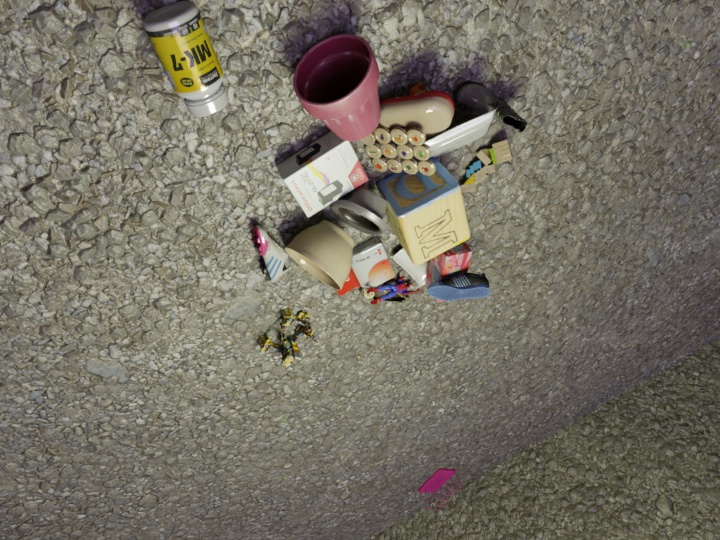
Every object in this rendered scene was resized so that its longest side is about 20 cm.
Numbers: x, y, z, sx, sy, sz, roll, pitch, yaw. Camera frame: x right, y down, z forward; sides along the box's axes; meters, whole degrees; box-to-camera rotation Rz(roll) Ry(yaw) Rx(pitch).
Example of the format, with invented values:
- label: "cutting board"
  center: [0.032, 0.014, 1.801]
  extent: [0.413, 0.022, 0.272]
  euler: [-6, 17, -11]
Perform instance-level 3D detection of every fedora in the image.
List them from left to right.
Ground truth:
- label: "fedora"
  center: [0.010, -0.178, 1.448]
  extent: [0.175, 0.200, 0.091]
  euler: [27, 82, -3]

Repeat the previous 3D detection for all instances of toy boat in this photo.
- label: "toy boat"
  center: [0.145, -0.422, 1.323]
  extent: [0.197, 0.133, 0.131]
  euler: [2, 156, 27]

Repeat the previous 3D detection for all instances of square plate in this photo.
- label: "square plate"
  center: [0.227, -0.062, 1.713]
  extent: [0.197, 0.029, 0.200]
  euler: [-40, 133, 11]
- label: "square plate"
  center: [0.265, -0.358, 1.382]
  extent: [0.197, 0.029, 0.198]
  euler: [-23, 179, 10]

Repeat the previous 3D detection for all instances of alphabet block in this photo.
- label: "alphabet block"
  center: [0.185, -0.176, 1.496]
  extent: [0.194, 0.197, 0.201]
  euler: [-25, 133, 0]

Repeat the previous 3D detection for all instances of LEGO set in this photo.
- label: "LEGO set"
  center: [-0.237, 0.237, 1.693]
  extent: [0.199, 0.117, 0.153]
  euler: [-41, 133, 11]

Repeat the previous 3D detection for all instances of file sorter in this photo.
- label: "file sorter"
  center: [0.444, 1.205, 2.817]
  extent: [0.137, 0.126, 0.201]
  euler: [18, 118, -36]

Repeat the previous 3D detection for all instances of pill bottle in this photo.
- label: "pill bottle"
  center: [-0.357, -0.438, 1.076]
  extent: [0.113, 0.115, 0.202]
  euler: [-22, 134, -6]

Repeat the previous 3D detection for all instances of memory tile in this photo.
- label: "memory tile"
  center: [0.096, -0.315, 1.359]
  extent: [0.017, 0.197, 0.154]
  euler: [-59, 142, -27]

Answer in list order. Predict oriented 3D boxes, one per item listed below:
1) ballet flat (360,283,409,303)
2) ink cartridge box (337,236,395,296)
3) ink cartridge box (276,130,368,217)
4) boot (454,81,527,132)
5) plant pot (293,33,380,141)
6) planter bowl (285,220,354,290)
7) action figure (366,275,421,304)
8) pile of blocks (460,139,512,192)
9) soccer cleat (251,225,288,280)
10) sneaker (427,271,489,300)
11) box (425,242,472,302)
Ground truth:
- label: "ballet flat"
  center: [0.089, 0.083, 1.766]
  extent: [0.197, 0.047, 0.068]
  euler: [11, 122, -32]
- label: "ink cartridge box"
  center: [0.000, 0.000, 1.654]
  extent: [0.198, 0.050, 0.163]
  euler: [-30, 134, -3]
- label: "ink cartridge box"
  center: [-0.100, -0.259, 1.367]
  extent: [0.198, 0.083, 0.146]
  euler: [-32, 134, 2]
- label: "boot"
  center: [0.361, -0.442, 1.395]
  extent: [0.197, 0.131, 0.068]
  euler: [8, 124, -30]
- label: "plant pot"
  center: [-0.037, -0.412, 1.209]
  extent: [0.198, 0.202, 0.179]
  euler: [-32, 150, 4]
- label: "planter bowl"
  center: [-0.099, -0.057, 1.481]
  extent: [0.136, 0.199, 0.200]
  euler: [-54, 134, -12]
- label: "action figure"
  center: [0.124, 0.058, 1.707]
  extent: [0.198, 0.066, 0.098]
  euler: [-14, 173, -46]
- label: "pile of blocks"
  center: [0.379, -0.319, 1.568]
  extent: [0.200, 0.082, 0.062]
  euler: [-42, 176, 25]
- label: "soccer cleat"
  center: [-0.256, -0.059, 1.480]
  extent: [0.085, 0.070, 0.202]
  euler: [-24, 140, -18]
- label: "sneaker"
  center: [0.311, 0.046, 1.640]
  extent: [0.196, 0.079, 0.071]
  euler: [1, 134, 2]
- label: "box"
  center: [0.289, -0.003, 1.697]
  extent: [0.098, 0.096, 0.203]
  euler: [-10, 131, -17]
